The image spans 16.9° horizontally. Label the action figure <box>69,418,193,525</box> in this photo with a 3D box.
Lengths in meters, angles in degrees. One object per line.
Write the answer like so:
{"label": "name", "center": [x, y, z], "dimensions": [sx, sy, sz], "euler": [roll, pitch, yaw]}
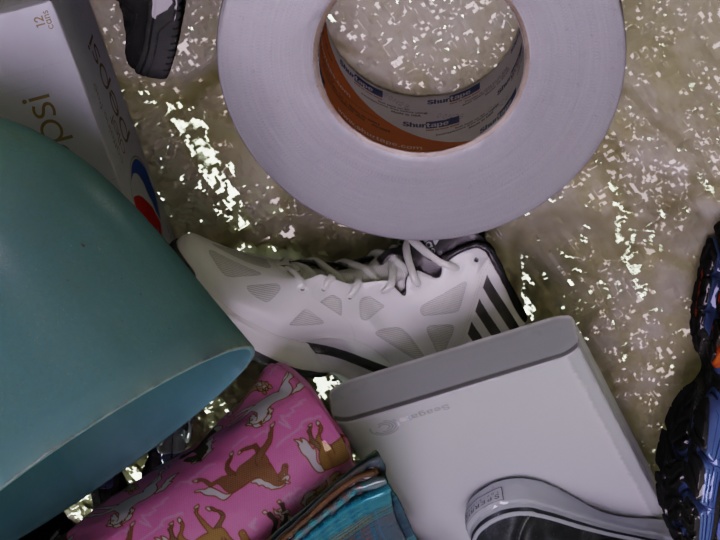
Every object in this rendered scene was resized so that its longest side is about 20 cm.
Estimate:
{"label": "action figure", "center": [-0.124, 0.128, 1.324], "dimensions": [0.129, 0.070, 0.201], "euler": [-11, 137, -12]}

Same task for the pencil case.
{"label": "pencil case", "center": [-0.094, 0.132, 1.196], "dimensions": [0.199, 0.083, 0.087], "euler": [-37, 160, -16]}

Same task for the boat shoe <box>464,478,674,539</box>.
{"label": "boat shoe", "center": [0.135, 0.175, 1.321], "dimensions": [0.199, 0.071, 0.072], "euler": [19, 136, -35]}

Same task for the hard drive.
{"label": "hard drive", "center": [0.078, 0.100, 1.289], "dimensions": [0.131, 0.026, 0.200], "euler": [-17, 145, 11]}

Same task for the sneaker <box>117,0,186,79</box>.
{"label": "sneaker", "center": [-0.130, -0.194, 1.164], "dimensions": [0.103, 0.060, 0.201], "euler": [6, 114, -3]}

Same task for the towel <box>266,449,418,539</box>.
{"label": "towel", "center": [-0.056, 0.176, 1.210], "dimensions": [0.200, 0.147, 0.022], "euler": [-39, 71, -7]}

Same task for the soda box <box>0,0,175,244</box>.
{"label": "soda box", "center": [-0.148, -0.055, 1.235], "dimensions": [0.063, 0.068, 0.201], "euler": [-14, 118, 10]}

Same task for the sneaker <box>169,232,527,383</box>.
{"label": "sneaker", "center": [0.000, 0.000, 1.262], "dimensions": [0.199, 0.076, 0.116], "euler": [25, 110, -27]}

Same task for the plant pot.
{"label": "plant pot", "center": [-0.175, 0.028, 1.136], "dimensions": [0.200, 0.200, 0.162], "euler": [-38, 82, 21]}

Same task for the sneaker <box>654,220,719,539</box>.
{"label": "sneaker", "center": [0.209, 0.075, 1.277], "dimensions": [0.078, 0.075, 0.202], "euler": [8, 107, -10]}

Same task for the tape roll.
{"label": "tape roll", "center": [0.030, -0.118, 1.195], "dimensions": [0.198, 0.066, 0.202], "euler": [1, 119, 2]}

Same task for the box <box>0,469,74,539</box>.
{"label": "box", "center": [-0.256, 0.186, 1.273], "dimensions": [0.199, 0.164, 0.086], "euler": [-6, 124, 48]}
